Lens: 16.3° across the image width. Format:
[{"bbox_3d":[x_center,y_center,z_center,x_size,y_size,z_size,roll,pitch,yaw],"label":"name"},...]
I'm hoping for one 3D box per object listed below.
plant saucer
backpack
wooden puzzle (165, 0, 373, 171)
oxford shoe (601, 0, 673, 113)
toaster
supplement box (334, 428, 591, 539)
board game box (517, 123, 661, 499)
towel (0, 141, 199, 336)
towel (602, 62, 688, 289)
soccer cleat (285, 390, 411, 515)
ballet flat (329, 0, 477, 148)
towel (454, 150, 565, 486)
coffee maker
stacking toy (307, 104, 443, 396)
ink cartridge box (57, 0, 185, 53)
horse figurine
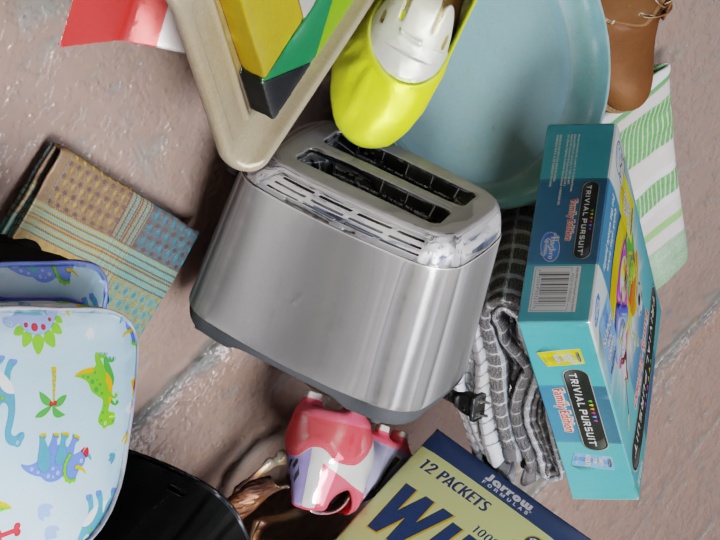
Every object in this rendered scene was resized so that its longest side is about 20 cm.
[{"bbox_3d":[0.075,-0.137,1.582,0.200,0.027,0.201,2,86,-36],"label":"plant saucer"},{"bbox_3d":[-0.216,0.090,1.309,0.183,0.147,0.201,-1,101,-43],"label":"backpack"},{"bbox_3d":[-0.035,-0.170,1.381,0.185,0.037,0.200,-58,156,-19],"label":"wooden puzzle"},{"bbox_3d":[0.185,-0.186,1.701,0.071,0.071,0.200,-34,135,-32],"label":"oxford shoe"},{"bbox_3d":[0.000,0.000,1.497,0.114,0.200,0.129,-34,146,-55],"label":"toaster"},{"bbox_3d":[0.025,0.255,1.665,0.200,0.134,0.200,-44,164,-42],"label":"supplement box"},{"bbox_3d":[0.148,0.028,1.581,0.200,0.047,0.151,68,27,-51],"label":"board game box"},{"bbox_3d":[-0.185,0.037,1.456,0.147,0.022,0.200,34,85,-53],"label":"towel"},{"bbox_3d":[0.185,-0.041,1.837,0.152,0.023,0.200,-40,138,-27],"label":"towel"},{"bbox_3d":[-0.012,0.130,1.643,0.200,0.067,0.077,54,51,-74],"label":"soccer cleat"},{"bbox_3d":[0.041,-0.166,1.497,0.200,0.067,0.067,-62,-173,-23],"label":"ballet flat"},{"bbox_3d":[0.108,0.027,1.670,0.200,0.085,0.166,73,21,-46],"label":"towel"},{"bbox_3d":[-0.157,0.206,1.480,0.200,0.135,0.192,-50,165,-30],"label":"coffee maker"},{"bbox_3d":[0.013,-0.019,1.614,0.085,0.085,0.201,-8,112,-47],"label":"stacking toy"},{"bbox_3d":[-0.075,-0.194,1.368,0.200,0.050,0.161,-21,132,-65],"label":"ink cartridge box"},{"bbox_3d":[-0.077,0.201,1.660,0.132,0.050,0.200,-39,146,-20],"label":"horse figurine"}]
